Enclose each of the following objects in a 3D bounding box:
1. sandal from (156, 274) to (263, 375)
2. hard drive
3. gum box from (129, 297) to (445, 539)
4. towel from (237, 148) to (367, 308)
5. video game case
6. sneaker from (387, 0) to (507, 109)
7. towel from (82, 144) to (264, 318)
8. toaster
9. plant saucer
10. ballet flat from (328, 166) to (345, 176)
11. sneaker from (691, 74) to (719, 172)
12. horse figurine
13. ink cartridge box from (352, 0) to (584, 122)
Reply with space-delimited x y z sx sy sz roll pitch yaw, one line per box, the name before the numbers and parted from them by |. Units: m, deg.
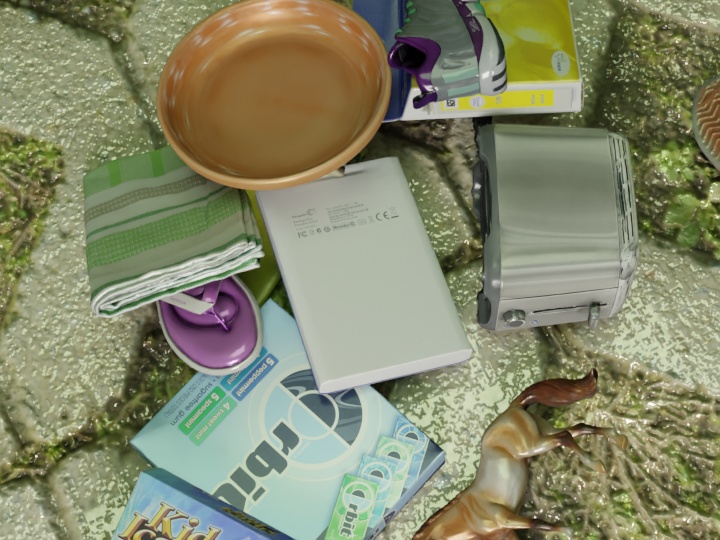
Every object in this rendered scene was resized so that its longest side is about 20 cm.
sandal | -0.147 0.005 1.201 0.082 0.050 0.203 -30 55 1
hard drive | 0.000 0.000 1.205 0.132 0.025 0.200 -12 61 -14
gum box | -0.060 0.150 1.168 0.200 0.045 0.170 41 76 16
towel | -0.081 -0.051 1.263 0.086 0.018 0.200 30 74 15
video game case | -0.117 0.278 1.095 0.200 0.045 0.182 25 90 13
sneaker | 0.055 -0.214 1.189 0.087 0.075 0.200 -16 45 -3
towel | -0.167 -0.050 1.209 0.149 0.031 0.200 -19 40 0
toaster | 0.160 -0.044 1.194 0.129 0.114 0.201 0 61 0
plant saucer | -0.071 -0.148 1.198 0.199 0.037 0.201 -3 59 5
ballet flat | -0.081 -0.140 1.261 0.069 0.070 0.200 -28 59 -7
sneaker | 0.348 -0.084 1.224 0.071 0.080 0.200 -30 49 15
horse figurine | 0.131 0.168 1.139 0.132 0.050 0.201 17 78 28
ink cartridge box | 0.089 -0.208 1.259 0.199 0.047 0.198 -1 45 2
